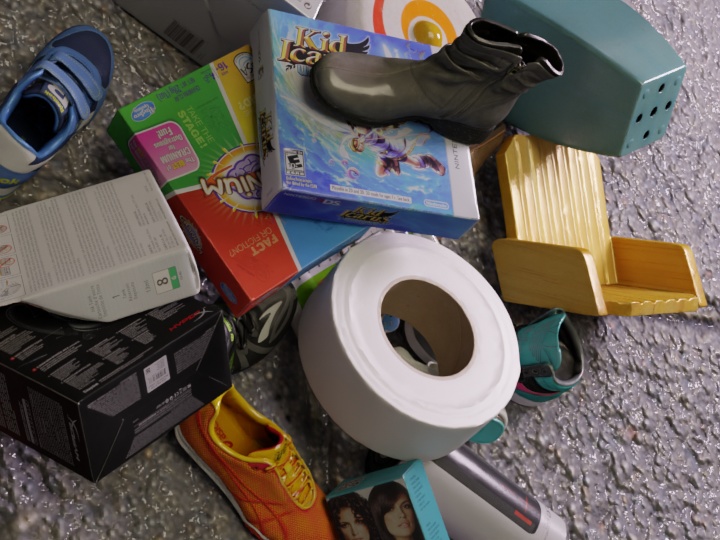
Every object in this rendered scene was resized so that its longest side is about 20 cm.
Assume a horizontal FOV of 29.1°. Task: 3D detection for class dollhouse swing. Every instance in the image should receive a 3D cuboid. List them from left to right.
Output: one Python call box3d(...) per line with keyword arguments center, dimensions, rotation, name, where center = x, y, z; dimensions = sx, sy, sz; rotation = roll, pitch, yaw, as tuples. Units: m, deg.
box3d(center=(0.257, -0.052, 1.485), dimensions=(0.199, 0.181, 0.178), rotation=(-1, 96, -43), name="dollhouse swing")

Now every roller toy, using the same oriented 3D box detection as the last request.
box3d(center=(0.035, -0.213, 1.406), dimensions=(0.182, 0.139, 0.201), rotation=(35, 54, -21), name="roller toy")

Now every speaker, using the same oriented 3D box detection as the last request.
box3d(center=(0.102, 0.218, 1.322), dimensions=(0.199, 0.081, 0.082), rotation=(38, 53, -19), name="speaker")

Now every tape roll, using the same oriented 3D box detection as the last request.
box3d(center=(0.045, 0.067, 1.263), dimensions=(0.200, 0.071, 0.204), rotation=(17, 52, -22), name="tape roll")

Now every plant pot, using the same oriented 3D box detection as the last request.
box3d(center=(0.240, -0.218, 1.501), dimensions=(0.199, 0.143, 0.141), rotation=(35, 41, 31), name="plant pot")

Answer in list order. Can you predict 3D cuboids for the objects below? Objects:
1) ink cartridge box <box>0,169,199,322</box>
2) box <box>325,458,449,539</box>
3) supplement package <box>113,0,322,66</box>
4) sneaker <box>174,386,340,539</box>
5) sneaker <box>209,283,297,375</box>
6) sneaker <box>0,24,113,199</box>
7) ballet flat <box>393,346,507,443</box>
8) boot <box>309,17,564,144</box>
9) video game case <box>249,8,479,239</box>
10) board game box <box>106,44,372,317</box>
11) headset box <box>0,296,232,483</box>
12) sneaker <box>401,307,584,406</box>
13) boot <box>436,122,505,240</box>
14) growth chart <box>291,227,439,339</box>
box3d(center=(-0.239, -0.005, 1.090), dimensions=(0.198, 0.161, 0.051), rotation=(-19, 121, -11), name="ink cartridge box")
box3d(center=(0.045, 0.276, 1.227), dimensions=(0.049, 0.082, 0.202), rotation=(-28, 98, -66), name="box")
box3d(center=(-0.109, -0.317, 1.332), dimensions=(0.151, 0.150, 0.201), rotation=(34, 55, -19), name="supplement package")
box3d(center=(-0.079, 0.178, 1.200), dimensions=(0.200, 0.077, 0.073), rotation=(46, 50, -24), name="sneaker")
box3d(center=(-0.123, 0.061, 1.211), dimensions=(0.199, 0.082, 0.071), rotation=(-29, 92, -40), name="sneaker")
box3d(center=(-0.263, -0.145, 1.191), dimensions=(0.074, 0.082, 0.201), rotation=(39, 51, -16), name="sneaker")
box3d(center=(0.055, 0.112, 1.344), dimensions=(0.198, 0.069, 0.070), rotation=(22, 60, -24), name="ballet flat")
box3d(center=(0.066, -0.178, 1.190), dimensions=(0.198, 0.131, 0.068), rotation=(8, 60, -27), name="boot")
box3d(center=(0.003, -0.130, 1.241), dimensions=(0.198, 0.045, 0.183), rotation=(7, 61, -27), name="video game case")
box3d(center=(-0.103, -0.082, 1.216), dimensions=(0.152, 0.040, 0.201), rotation=(-33, 85, -33), name="board game box")
box3d(center=(-0.223, 0.064, 1.079), dimensions=(0.148, 0.199, 0.078), rotation=(-34, 130, -41), name="headset box")
box3d(center=(0.148, 0.075, 1.387), dimensions=(0.198, 0.120, 0.085), rotation=(23, 59, -28), name="sneaker")
box3d(center=(0.089, -0.091, 1.455), dimensions=(0.200, 0.073, 0.076), rotation=(-39, 112, -34), name="boot")
box3d(center=(0.000, 0.000, 1.339), dimensions=(0.200, 0.018, 0.145), rotation=(-43, 107, -26), name="growth chart")
